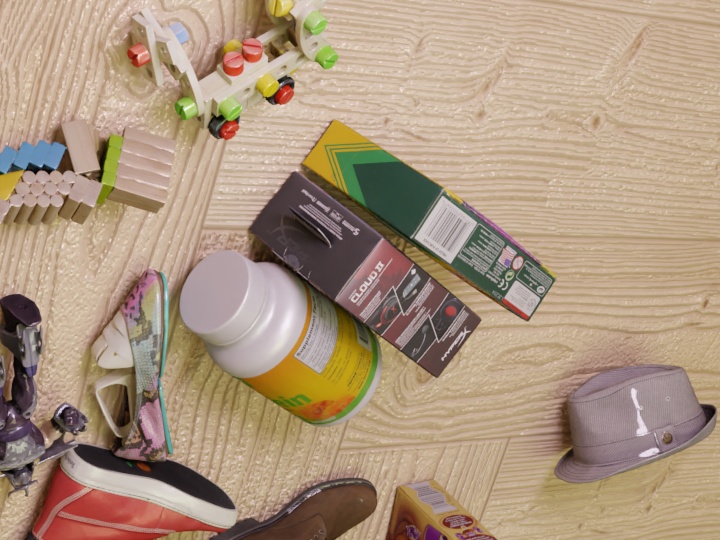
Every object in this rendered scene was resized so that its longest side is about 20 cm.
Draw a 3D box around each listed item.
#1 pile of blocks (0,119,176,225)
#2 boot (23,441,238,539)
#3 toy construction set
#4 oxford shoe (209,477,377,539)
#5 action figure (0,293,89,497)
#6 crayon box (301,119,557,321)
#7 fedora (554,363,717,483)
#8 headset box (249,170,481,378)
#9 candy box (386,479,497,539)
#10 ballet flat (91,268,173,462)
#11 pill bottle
[{"bbox_3d":[-0.252,-0.074,1.512,0.199,0.083,0.062,-9,166,-24],"label":"pile of blocks"},{"bbox_3d":[-0.223,0.251,1.727,0.199,0.072,0.145,19,105,-36],"label":"boot"},{"bbox_3d":[-0.098,-0.187,1.528,0.199,0.093,0.131,-20,153,-19],"label":"toy construction set"},{"bbox_3d":[-0.056,0.280,1.869,0.199,0.084,0.073,-26,129,-26],"label":"oxford shoe"},{"bbox_3d":[-0.305,0.124,1.579,0.130,0.069,0.201,-26,133,-31],"label":"action figure"},{"bbox_3d":[0.065,-0.046,1.692,0.200,0.172,0.058,34,90,-45],"label":"crayon box"},{"bbox_3d":[0.303,0.161,2.055,0.198,0.177,0.091,-18,97,-4],"label":"fedora"},{"bbox_3d":[0.000,0.000,1.687,0.075,0.148,0.200,-52,136,0],"label":"headset box"},{"bbox_3d":[0.104,0.328,1.944,0.056,0.200,0.118,-8,122,-35],"label":"candy box"},{"bbox_3d":[-0.208,0.093,1.646,0.071,0.069,0.201,-6,123,-13],"label":"ballet flat"},{"bbox_3d":[-0.076,0.060,1.691,0.111,0.111,0.200,-52,136,1],"label":"pill bottle"}]
